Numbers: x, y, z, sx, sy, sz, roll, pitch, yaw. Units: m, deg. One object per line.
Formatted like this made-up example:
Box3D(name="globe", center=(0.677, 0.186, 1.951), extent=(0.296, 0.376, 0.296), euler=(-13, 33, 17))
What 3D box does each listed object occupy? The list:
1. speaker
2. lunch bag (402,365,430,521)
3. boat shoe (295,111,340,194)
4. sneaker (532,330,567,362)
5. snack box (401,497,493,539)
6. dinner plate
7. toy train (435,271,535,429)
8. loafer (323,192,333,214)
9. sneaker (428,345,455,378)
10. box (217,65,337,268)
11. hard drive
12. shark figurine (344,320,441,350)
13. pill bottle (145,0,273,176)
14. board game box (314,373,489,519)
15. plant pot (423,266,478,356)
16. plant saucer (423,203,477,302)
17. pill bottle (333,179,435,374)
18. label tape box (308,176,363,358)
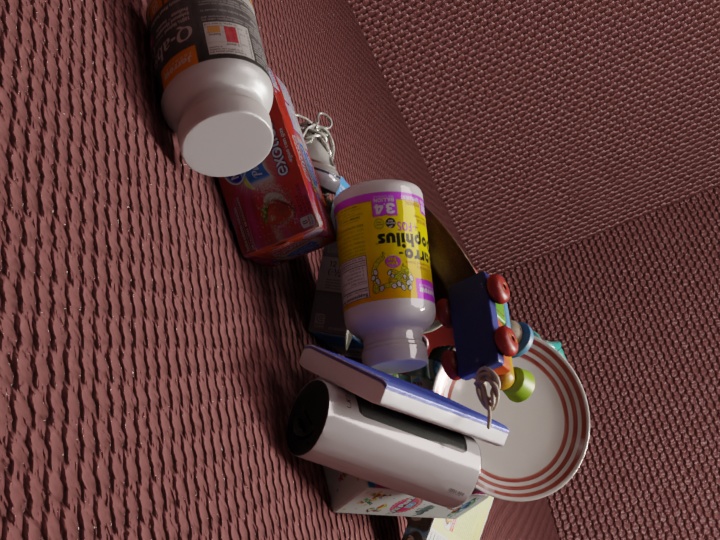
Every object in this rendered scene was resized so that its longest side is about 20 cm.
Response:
Box3D(name="speaker", center=(0.024, 0.179, 1.338), extent=(0.198, 0.081, 0.082), euler=(24, 34, -28))
Box3D(name="lunch bag", center=(0.072, 0.232, 1.658), extent=(0.201, 0.121, 0.171), euler=(-92, 159, -49))
Box3D(name="boat shoe", center=(-0.066, -0.154, 1.593), extent=(0.074, 0.087, 0.202), euler=(22, 6, -25))
Box3D(name="sneaker", center=(0.188, 0.134, 1.580), extent=(0.199, 0.083, 0.122), euler=(-25, 105, -46))
Box3D(name="snack box", center=(0.108, 0.295, 1.585), extent=(0.116, 0.037, 0.202), euler=(44, 62, -47))
Box3D(name="dinner plate", center=(0.171, 0.166, 1.509), extent=(0.202, 0.198, 0.024), euler=(70, -23, 11))
Box3D(name="toy train", center=(0.151, 0.111, 1.428), extent=(0.116, 0.084, 0.202), euler=(40, 33, -41))
Box3D(name="loafer", center=(-0.076, -0.084, 1.640), extent=(0.200, 0.074, 0.070), euler=(-57, 129, -78))
Box3D(name="sneaker", center=(0.135, 0.167, 1.648), extent=(0.086, 0.075, 0.200), euler=(9, -35, 54))
Box3D(name="box", center=(-0.106, -0.115, 1.465), extent=(0.100, 0.094, 0.202), euler=(33, 37, -76))
Box3D(name="hard drive", center=(0.047, 0.131, 1.364), extent=(0.199, 0.026, 0.131), euler=(24, -2, -43))
Box3D(name="shark figurine", center=(0.047, 0.064, 1.602), extent=(0.215, 0.088, 0.130), euler=(56, 45, -59))
Box3D(name="pill bottle", center=(-0.151, -0.202, 1.336), extent=(0.117, 0.115, 0.202), euler=(56, 16, -53))
Box3D(name="board game box", center=(0.041, 0.194, 1.467), extent=(0.198, 0.064, 0.149), euler=(11, 51, -42))
Box3D(name="plant pot", center=(0.085, 0.082, 1.815), extent=(0.177, 0.198, 0.202), euler=(-65, 133, -76))
Box3D(name="plant saucer", center=(0.091, -0.001, 1.567), extent=(0.201, 0.036, 0.201), euler=(54, -8, 11))
Box3D(name="pill bottle", center=(0.029, 0.009, 1.454), extent=(0.104, 0.103, 0.203), euler=(41, 41, -70))
Box3D(name="label tape box", center=(0.000, 0.000, 1.668), extent=(0.143, 0.065, 0.203), euler=(44, 57, -68))
